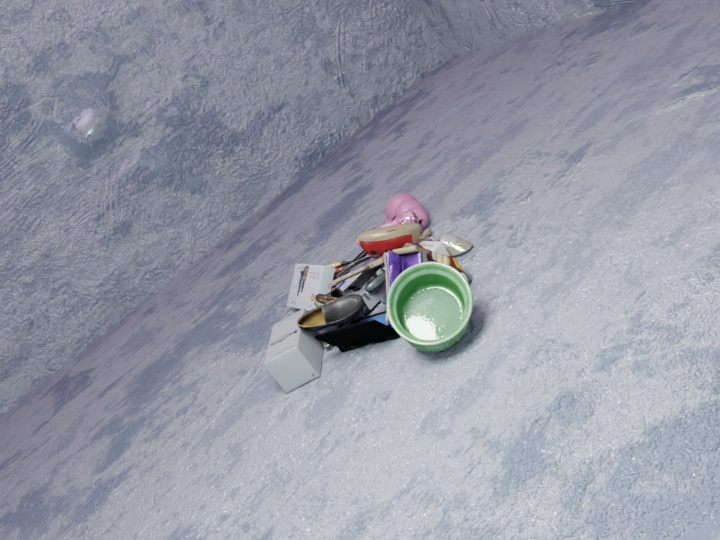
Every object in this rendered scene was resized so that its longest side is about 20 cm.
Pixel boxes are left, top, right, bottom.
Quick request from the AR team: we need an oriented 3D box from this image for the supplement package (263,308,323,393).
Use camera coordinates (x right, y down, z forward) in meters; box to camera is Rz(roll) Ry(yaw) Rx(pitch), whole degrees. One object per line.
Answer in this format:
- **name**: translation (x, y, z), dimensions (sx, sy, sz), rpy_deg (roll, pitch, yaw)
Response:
- **supplement package**: translation (-0.184, 0.223, 1.637), dimensions (0.116, 0.118, 0.201), rpy_deg (-27, 24, 13)

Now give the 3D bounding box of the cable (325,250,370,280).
- **cable**: translation (-0.043, -0.024, 1.927), dimensions (0.198, 0.051, 0.098), rpy_deg (-28, 25, 17)

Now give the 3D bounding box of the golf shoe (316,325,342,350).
- **golf shoe**: translation (-0.098, 0.143, 1.706), dimensions (0.078, 0.098, 0.200), rpy_deg (-33, 21, 7)

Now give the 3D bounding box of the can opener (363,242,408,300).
- **can opener**: translation (0.084, 0.002, 1.572), dimensions (0.200, 0.053, 0.066), rpy_deg (-46, 10, -26)

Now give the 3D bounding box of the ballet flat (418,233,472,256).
- **ballet flat**: translation (0.238, -0.075, 1.716), dimensions (0.198, 0.070, 0.070), rpy_deg (-8, 34, 46)

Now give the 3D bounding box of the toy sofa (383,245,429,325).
- **toy sofa**: translation (0.122, 0.043, 1.468), dimensions (0.082, 0.204, 0.097), rpy_deg (-8, -10, 44)

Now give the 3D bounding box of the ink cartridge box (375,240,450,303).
- **ink cartridge box**: translation (0.147, 0.007, 1.653), dimensions (0.200, 0.085, 0.145), rpy_deg (-45, 25, -22)

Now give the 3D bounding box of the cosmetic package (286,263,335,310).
- **cosmetic package**: translation (-0.168, 0.058, 1.925), dimensions (0.199, 0.051, 0.153), rpy_deg (4, 82, 56)

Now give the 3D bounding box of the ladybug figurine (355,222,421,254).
- **ladybug figurine**: translation (0.083, -0.090, 1.670), dimensions (0.197, 0.073, 0.136), rpy_deg (-10, 6, -7)

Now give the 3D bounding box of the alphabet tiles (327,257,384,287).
- **alphabet tiles**: translation (0.000, 0.000, 1.697), dimensions (0.198, 0.015, 0.195), rpy_deg (-25, 1, 26)

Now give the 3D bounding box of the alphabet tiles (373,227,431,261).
- **alphabet tiles**: translation (0.135, -0.084, 1.882), dimensions (0.198, 0.015, 0.196), rpy_deg (-23, 12, 26)

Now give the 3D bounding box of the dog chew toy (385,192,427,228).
- **dog chew toy**: translation (0.164, -0.191, 1.975), dimensions (0.124, 0.125, 0.200), rpy_deg (-36, 29, -5)

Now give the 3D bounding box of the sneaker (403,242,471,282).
- **sneaker**: translation (0.203, -0.014, 1.546), dimensions (0.200, 0.076, 0.090), rpy_deg (41, 45, 23)

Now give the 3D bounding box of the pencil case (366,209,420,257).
- **pencil case**: translation (0.099, -0.117, 1.859), dimensions (0.198, 0.083, 0.087), rpy_deg (-27, 31, 9)

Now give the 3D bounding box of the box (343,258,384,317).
- **box**: translation (0.030, 0.050, 1.750), dimensions (0.200, 0.061, 0.116), rpy_deg (-44, 25, -26)

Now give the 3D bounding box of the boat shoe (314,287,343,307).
- **boat shoe**: translation (-0.071, 0.087, 1.679), dimensions (0.202, 0.074, 0.076), rpy_deg (22, 100, 57)

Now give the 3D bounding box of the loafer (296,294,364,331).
- **loafer**: translation (-0.082, 0.119, 1.560), dimensions (0.198, 0.074, 0.072), rpy_deg (-27, -11, 20)

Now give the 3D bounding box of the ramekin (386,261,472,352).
- **ramekin**: translation (0.165, 0.091, 1.346), dimensions (0.197, 0.098, 0.203), rpy_deg (-6, 65, 12)

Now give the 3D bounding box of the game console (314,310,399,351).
- **game console**: translation (0.005, 0.139, 1.548), dimensions (0.198, 0.117, 0.177), rpy_deg (-18, 28, 32)

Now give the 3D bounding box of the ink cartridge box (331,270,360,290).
- **ink cartridge box**: translation (-0.067, 0.040, 1.941), dimensions (0.095, 0.037, 0.199), rpy_deg (-43, 27, -22)
